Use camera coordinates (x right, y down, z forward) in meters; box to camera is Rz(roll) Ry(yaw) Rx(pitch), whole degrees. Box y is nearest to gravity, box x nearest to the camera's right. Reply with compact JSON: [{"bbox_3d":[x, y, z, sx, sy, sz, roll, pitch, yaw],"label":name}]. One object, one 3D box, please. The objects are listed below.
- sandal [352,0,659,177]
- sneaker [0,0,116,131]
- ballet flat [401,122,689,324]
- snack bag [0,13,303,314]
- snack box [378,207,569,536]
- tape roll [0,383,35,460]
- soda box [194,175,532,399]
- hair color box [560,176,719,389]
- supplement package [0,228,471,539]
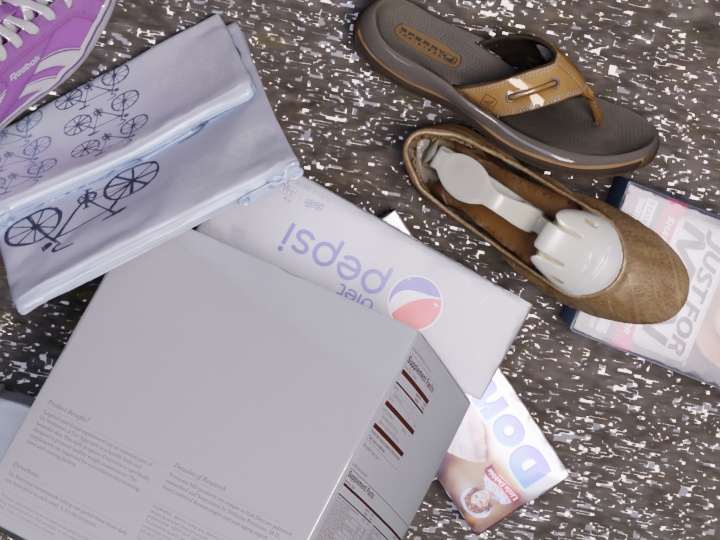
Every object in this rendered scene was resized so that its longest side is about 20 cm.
[{"bbox_3d":[0.092,-0.119,1.394,0.200,0.082,0.055,30,130,2],"label":"sandal"},{"bbox_3d":[-0.216,-0.137,1.357,0.073,0.114,0.201,36,81,9],"label":"sneaker"},{"bbox_3d":[0.102,-0.031,1.371,0.200,0.072,0.068,36,98,22],"label":"ballet flat"},{"bbox_3d":[-0.139,-0.065,1.346,0.188,0.200,0.021,-26,124,1],"label":"snack bag"},{"bbox_3d":[0.047,0.063,1.440,0.072,0.024,0.200,-34,95,1],"label":"snack box"},{"bbox_3d":[-0.237,0.173,1.437,0.202,0.037,0.203,0,96,-1],"label":"tape roll"},{"bbox_3d":[0.000,0.000,1.389,0.200,0.063,0.068,29,92,-3],"label":"soda box"},{"bbox_3d":[0.235,0.024,1.424,0.200,0.061,0.099,21,95,-4],"label":"hair color box"},{"bbox_3d":[-0.074,0.107,1.327,0.191,0.147,0.200,24,78,22],"label":"supplement package"}]
